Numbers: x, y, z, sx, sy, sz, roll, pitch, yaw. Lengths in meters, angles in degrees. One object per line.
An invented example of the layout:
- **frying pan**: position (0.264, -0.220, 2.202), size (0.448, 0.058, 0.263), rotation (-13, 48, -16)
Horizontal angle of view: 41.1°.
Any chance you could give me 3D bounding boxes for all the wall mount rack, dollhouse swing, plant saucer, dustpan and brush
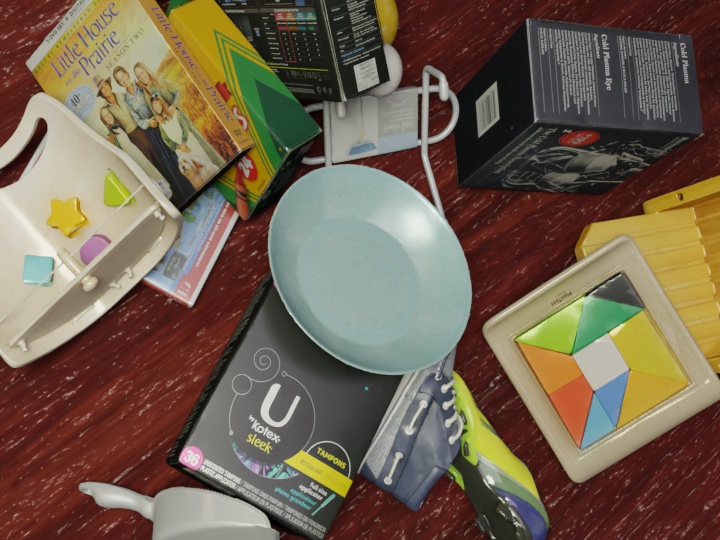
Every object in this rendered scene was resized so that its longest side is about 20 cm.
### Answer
- **wall mount rack**: position (0.026, -0.113, 0.990), size (0.196, 0.075, 0.177), rotation (-12, 120, -18)
- **dollhouse swing**: position (0.361, 0.009, 1.020), size (0.173, 0.181, 0.204), rotation (-6, 81, -38)
- **plant saucer**: position (0.005, 0.003, 0.852), size (0.197, 0.039, 0.205), rotation (12, 59, -21)
- **dustpan and brush**: position (-0.161, 0.225, 0.854), size (0.195, 0.141, 0.058), rotation (6, 49, 3)

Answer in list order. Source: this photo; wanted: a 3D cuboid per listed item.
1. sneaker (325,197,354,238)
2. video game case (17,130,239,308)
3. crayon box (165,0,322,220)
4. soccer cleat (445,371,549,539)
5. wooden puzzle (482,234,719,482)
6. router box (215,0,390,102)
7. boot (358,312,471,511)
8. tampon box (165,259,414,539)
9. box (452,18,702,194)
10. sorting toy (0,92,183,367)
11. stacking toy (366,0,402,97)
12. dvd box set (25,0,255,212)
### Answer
- **sneaker**: position (0.000, 0.000, 0.961), size (0.077, 0.088, 0.202), rotation (-47, 115, -40)
- **video game case**: position (-0.219, -0.074, 0.934), size (0.198, 0.017, 0.145), rotation (29, 73, -9)
- **crayon box**: position (-0.136, -0.162, 0.907), size (0.051, 0.127, 0.201), rotation (-36, 83, -37)
- **soccer cleat**: position (0.126, 0.190, 0.973), size (0.083, 0.064, 0.203), rotation (-17, 77, -52)
- **wooden puzzle**: position (0.250, 0.094, 0.992), size (0.183, 0.037, 0.202), rotation (-32, 91, 8)
- **router box**: position (-0.068, -0.241, 0.878), size (0.062, 0.198, 0.152), rotation (-29, 118, -31)
- **boot**: position (0.071, 0.126, 0.925), size (0.090, 0.073, 0.202), rotation (33, 99, 9)
- **tampon box**: position (-0.065, 0.120, 0.884), size (0.148, 0.126, 0.203), rotation (30, 72, -10)
- **box**: position (0.212, -0.158, 0.982), size (0.178, 0.200, 0.106), rotation (0, 78, -15)
- **sorting toy**: position (-0.272, -0.053, 0.855), size (0.199, 0.107, 0.181), rotation (-41, 86, 8)
- **stacking toy**: position (-0.012, -0.249, 0.933), size (0.143, 0.147, 0.203), rotation (-10, 59, -18)
- **dvd box set**: position (-0.204, -0.153, 0.878), size (0.202, 0.145, 0.029), rotation (55, 29, -1)
